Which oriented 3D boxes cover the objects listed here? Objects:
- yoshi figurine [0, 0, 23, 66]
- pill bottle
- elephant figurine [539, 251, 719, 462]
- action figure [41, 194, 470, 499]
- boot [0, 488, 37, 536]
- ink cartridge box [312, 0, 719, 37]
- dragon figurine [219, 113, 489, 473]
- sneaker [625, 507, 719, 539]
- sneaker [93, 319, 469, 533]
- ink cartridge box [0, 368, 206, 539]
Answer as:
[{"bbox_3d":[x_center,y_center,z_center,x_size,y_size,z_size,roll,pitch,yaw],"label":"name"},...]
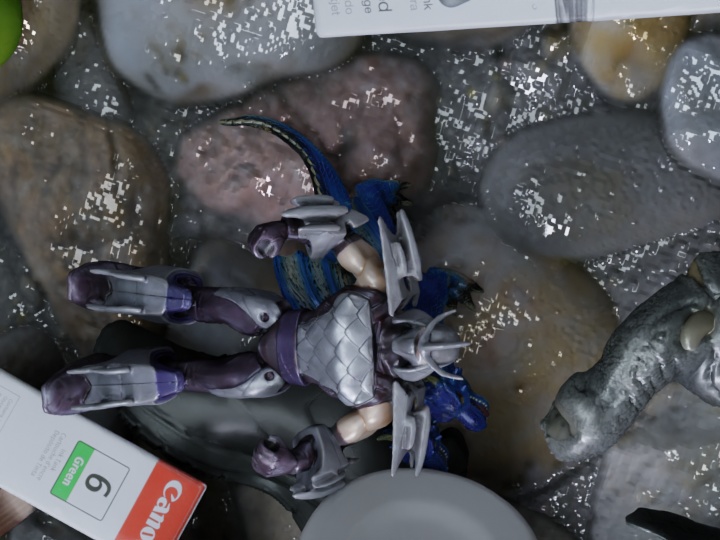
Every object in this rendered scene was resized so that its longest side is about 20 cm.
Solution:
[{"bbox_3d":[-0.249,-0.141,0.998,0.199,0.113,0.112,30,69,24],"label":"yoshi figurine"},{"bbox_3d":[0.019,0.197,0.917,0.112,0.113,0.201,19,134,13],"label":"pill bottle"},{"bbox_3d":[0.192,0.004,0.855,0.154,0.141,0.202,20,101,28],"label":"elephant figurine"},{"bbox_3d":[-0.041,0.034,0.879,0.199,0.069,0.131,0,85,28],"label":"action figure"},{"bbox_3d":[-0.279,0.079,1.053,0.186,0.064,0.201,-34,93,8],"label":"boot"},{"bbox_3d":[0.079,-0.182,0.854,0.198,0.084,0.147,-2,102,17],"label":"ink cartridge box"},{"bbox_3d":[0.000,0.000,0.929,0.059,0.099,0.201,-35,89,20],"label":"dragon figurine"},{"bbox_3d":[0.201,0.180,0.882,0.200,0.104,0.060,45,114,26],"label":"sneaker"},{"bbox_3d":[-0.036,0.070,0.978,0.199,0.076,0.091,29,102,0],"label":"sneaker"},{"bbox_3d":[-0.120,0.108,0.973,0.199,0.109,0.051,29,81,-6],"label":"ink cartridge box"}]
